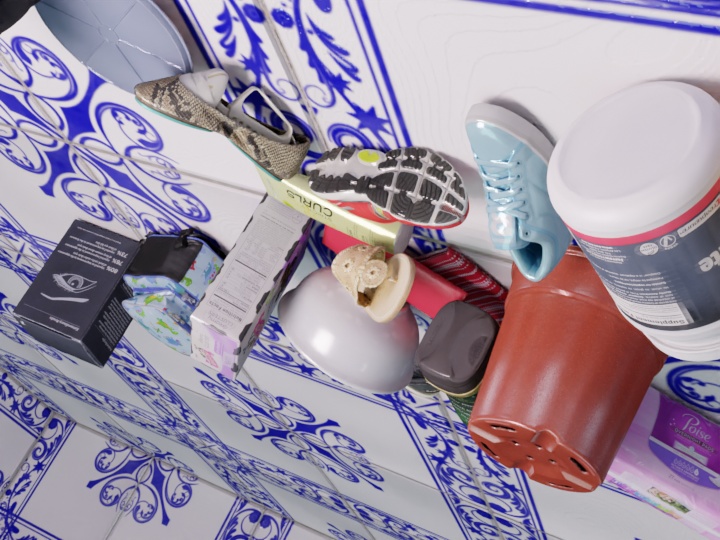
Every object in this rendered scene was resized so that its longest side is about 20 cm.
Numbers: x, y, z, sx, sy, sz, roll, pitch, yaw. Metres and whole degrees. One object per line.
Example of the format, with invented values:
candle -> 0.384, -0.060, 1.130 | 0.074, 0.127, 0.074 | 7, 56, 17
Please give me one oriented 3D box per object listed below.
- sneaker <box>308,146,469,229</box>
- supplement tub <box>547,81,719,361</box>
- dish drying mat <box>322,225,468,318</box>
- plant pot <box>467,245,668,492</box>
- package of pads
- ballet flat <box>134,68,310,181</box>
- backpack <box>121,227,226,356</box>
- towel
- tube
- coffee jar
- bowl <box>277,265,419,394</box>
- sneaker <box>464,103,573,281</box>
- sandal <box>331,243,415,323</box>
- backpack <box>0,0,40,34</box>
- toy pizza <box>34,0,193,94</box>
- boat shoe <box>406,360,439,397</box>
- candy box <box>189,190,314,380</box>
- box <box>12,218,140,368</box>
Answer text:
sneaker -> 0.039, -0.082, 1.017 | 0.198, 0.078, 0.085 | 19, 167, 39
supplement tub -> 0.246, -0.034, 0.768 | 0.139, 0.141, 0.200 | 4, 147, 44
dish drying mat -> 0.039, -0.004, 1.181 | 0.199, 0.018, 0.077 | 34, 150, 13
plant pot -> 0.215, 0.111, 1.025 | 0.199, 0.197, 0.201 | 24, 156, 12
package of pads -> 0.370, 0.221, 1.164 | 0.198, 0.121, 0.076 | 29, 151, 1
ballet flat -> -0.136, -0.167, 1.024 | 0.199, 0.076, 0.068 | 28, -158, -28
backpack -> -0.256, 0.050, 1.502 | 0.200, 0.148, 0.182 | 40, 157, -30
towel -> 0.140, 0.047, 1.201 | 0.199, 0.023, 0.144 | 38, 154, -19
tube -> -0.035, -0.074, 1.126 | 0.198, 0.052, 0.059 | 23, 118, 20
coffee jar -> 0.138, 0.119, 1.159 | 0.085, 0.105, 0.200 | 21, 164, 33
bowl -> 0.001, 0.054, 1.230 | 0.199, 0.201, 0.091 | 30, 115, -2
sneaker -> 0.145, -0.064, 0.897 | 0.073, 0.083, 0.200 | 4, 146, 42
sandal -> -0.002, 0.006, 1.075 | 0.069, 0.079, 0.212 | 20, -179, -12
backpack -> -0.394, -0.320, 0.906 | 0.176, 0.151, 0.201 | 3, 139, 48
toy pizza -> -0.259, -0.260, 1.027 | 0.198, 0.032, 0.201 | 23, 154, 12
boat shoe -> 0.039, 0.119, 1.396 | 0.198, 0.075, 0.066 | 31, 154, -5
candy box -> -0.139, 0.019, 1.237 | 0.071, 0.202, 0.168 | 28, 157, 1
box -> -0.457, 0.038, 1.634 | 0.146, 0.202, 0.105 | 20, 155, 20
